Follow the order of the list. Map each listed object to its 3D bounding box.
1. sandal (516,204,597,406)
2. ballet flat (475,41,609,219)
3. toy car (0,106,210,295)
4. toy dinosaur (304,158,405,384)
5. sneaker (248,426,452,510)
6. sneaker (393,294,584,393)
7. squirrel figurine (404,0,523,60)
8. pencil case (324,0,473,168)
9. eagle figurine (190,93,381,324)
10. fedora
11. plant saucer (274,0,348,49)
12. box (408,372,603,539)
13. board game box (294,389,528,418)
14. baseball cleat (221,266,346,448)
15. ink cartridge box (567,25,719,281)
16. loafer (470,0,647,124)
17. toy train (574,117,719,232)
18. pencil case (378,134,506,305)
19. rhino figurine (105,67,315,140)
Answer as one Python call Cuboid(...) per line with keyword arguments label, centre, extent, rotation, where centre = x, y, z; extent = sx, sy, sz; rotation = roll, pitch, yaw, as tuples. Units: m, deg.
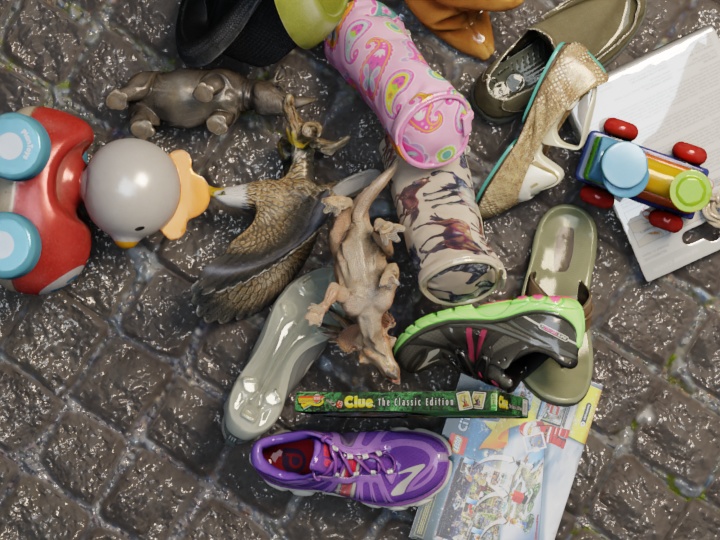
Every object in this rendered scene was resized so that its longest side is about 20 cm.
Cuboid(label="sandal", centre=(0.189, 0.029, 1.581), extent=(0.079, 0.057, 0.203), rotation=(5, 75, -2))
Cuboid(label="ballet flat", centre=(0.174, -0.119, 1.569), extent=(0.065, 0.070, 0.201), rotation=(33, 120, 12))
Cuboid(label="toy car", centre=(-0.244, -0.060, 1.566), extent=(0.198, 0.184, 0.178), rotation=(5, 89, 4))
Cuboid(label="toy dinosaur", centre=(0.000, 0.000, 1.543), extent=(0.085, 0.136, 0.202), rotation=(3, 81, 4))
Cuboid(label="sneaker", centre=(-0.012, 0.188, 1.581), extent=(0.198, 0.083, 0.081), rotation=(-2, 79, 12))
Cuboid(label="sneaker", centre=(0.116, 0.075, 1.545), extent=(0.199, 0.077, 0.085), rotation=(-12, 78, 34))
Cuboid(label="squirrel figurine", centre=(0.071, -0.310, 1.549), extent=(0.199, 0.187, 0.142), rotation=(28, 91, 4))
Cuboid(label="pencil case", centre=(0.034, -0.180, 1.554), extent=(0.087, 0.088, 0.200), rotation=(-34, 43, 3))
Cuboid(label="eagle figurine", centre=(-0.084, -0.045, 1.580), extent=(0.150, 0.151, 0.201), rotation=(0, 69, 39))
Cuboid(label="fedora", centre=(-0.094, -0.271, 1.596), extent=(0.091, 0.200, 0.201), rotation=(30, 91, -30))
Cuboid(label="plant saucer", centre=(-0.043, -0.305, 1.513), extent=(0.031, 0.200, 0.202), rotation=(-2, 89, 16))
Cuboid(label="box", centre=(0.141, 0.184, 1.608), extent=(0.136, 0.038, 0.201), rotation=(18, 90, 5))
Cuboid(label="board game box", centre=(0.049, 0.127, 1.555), extent=(0.198, 0.105, 0.024), rotation=(-2, 79, 21))
Cuboid(label="baseball cleat", centre=(-0.081, 0.084, 1.612), extent=(0.070, 0.106, 0.200), rotation=(38, 61, -3))
Cuboid(label="ink cartridge box", centre=(0.306, -0.114, 1.607), extent=(0.159, 0.047, 0.201), rotation=(-25, 96, 2))
Cuboid(label="loafer", centre=(0.195, -0.213, 1.598), extent=(0.200, 0.070, 0.075), rotation=(-40, 87, 2))
Cuboid(label="toy train", centre=(0.303, -0.074, 1.528), extent=(0.199, 0.116, 0.085), rotation=(19, 95, -1))
Cuboid(label="pencil case", centre=(0.078, -0.057, 1.552), extent=(0.089, 0.078, 0.201), rotation=(-16, 52, 3))
Cuboid(label="rhino figurine", centre=(-0.142, -0.167, 1.613), extent=(0.198, 0.088, 0.060), rotation=(-2, 109, 4))
